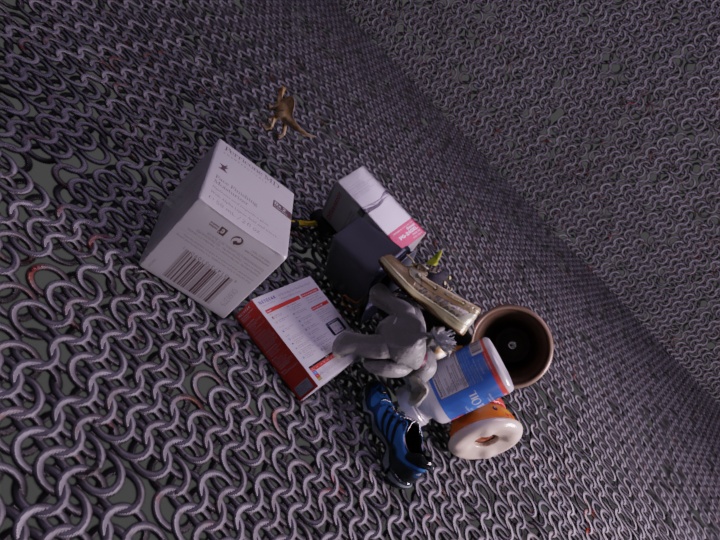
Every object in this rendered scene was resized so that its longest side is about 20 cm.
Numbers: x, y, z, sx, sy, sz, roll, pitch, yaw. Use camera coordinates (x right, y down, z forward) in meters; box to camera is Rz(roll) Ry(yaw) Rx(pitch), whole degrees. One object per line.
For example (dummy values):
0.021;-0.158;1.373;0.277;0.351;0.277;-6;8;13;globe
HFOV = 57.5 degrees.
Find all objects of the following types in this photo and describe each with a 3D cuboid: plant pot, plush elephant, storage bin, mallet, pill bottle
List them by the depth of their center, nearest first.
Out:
0.076;0.141;1.154;0.200;0.155;0.165;14;52;20;plush elephant
0.172;0.215;1.219;0.112;0.200;0.112;57;12;-20;pill bottle
0.000;0.000;1.304;0.134;0.200;0.146;43;63;14;storage bin
-0.125;-0.093;1.402;0.066;0.041;0.200;52;30;15;mallet
0.377;0.189;1.635;0.200;0.200;0.175;55;9;14;plant pot

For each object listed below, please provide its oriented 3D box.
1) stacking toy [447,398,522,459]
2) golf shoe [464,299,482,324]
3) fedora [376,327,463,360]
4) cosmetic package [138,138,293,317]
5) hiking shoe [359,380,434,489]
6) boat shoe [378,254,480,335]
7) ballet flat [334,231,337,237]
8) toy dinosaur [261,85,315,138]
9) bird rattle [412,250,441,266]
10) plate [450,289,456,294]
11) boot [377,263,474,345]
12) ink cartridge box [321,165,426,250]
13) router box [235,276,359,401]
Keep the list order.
0.224;0.259;1.305;0.146;0.146;0.200;26;37;-38;stacking toy
0.236;0.124;1.580;0.073;0.092;0.200;24;10;28;golf shoe
0.131;0.126;1.346;0.200;0.082;0.201;10;24;-5;fedora
-0.224;-0.070;1.063;0.165;0.165;0.200;36;28;-25;cosmetic package
0.066;0.268;1.128;0.074;0.087;0.200;18;38;-45;hiking shoe
0.120;0.032;1.164;0.200;0.063;0.073;40;-2;-1;boat shoe
0.000;-0.075;1.550;0.200;0.067;0.070;-23;97;-63;ballet flat
-0.189;-0.378;1.618;0.058;0.101;0.200;14;42;-50;toy dinosaur
0.173;0.052;1.590;0.163;0.113;0.200;52;24;-33;bird rattle
0.159;0.092;1.438;0.026;0.200;0.200;-41;88;-29;plate
0.153;0.059;1.282;0.203;0.074;0.154;17;42;32;boot
0.023;-0.100;1.388;0.083;0.145;0.200;-37;80;-28;ink cartridge box
-0.095;0.110;1.144;0.180;0.049;0.200;52;26;8;router box
